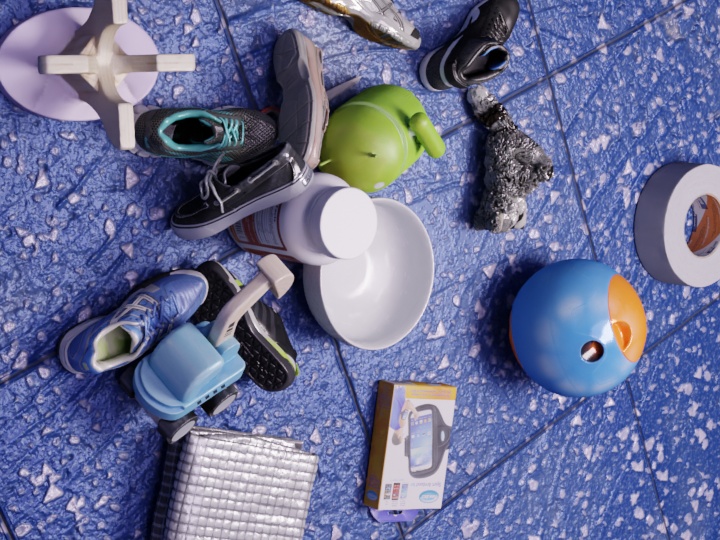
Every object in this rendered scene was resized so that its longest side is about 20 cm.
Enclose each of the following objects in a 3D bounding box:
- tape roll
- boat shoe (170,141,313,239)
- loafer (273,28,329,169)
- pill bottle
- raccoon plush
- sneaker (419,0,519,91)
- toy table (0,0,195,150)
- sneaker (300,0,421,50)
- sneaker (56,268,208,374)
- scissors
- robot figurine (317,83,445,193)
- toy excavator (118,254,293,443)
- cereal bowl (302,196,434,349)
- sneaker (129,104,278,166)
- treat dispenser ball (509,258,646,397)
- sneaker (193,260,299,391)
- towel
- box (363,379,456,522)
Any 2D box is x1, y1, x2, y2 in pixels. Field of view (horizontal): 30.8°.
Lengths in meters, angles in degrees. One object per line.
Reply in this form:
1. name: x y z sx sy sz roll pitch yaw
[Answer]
1. tape roll: 0.538 -0.075 2.139 0.199 0.066 0.202 -6 100 -36
2. boat shoe: -0.154 -0.098 1.545 0.068 0.198 0.074 52 37 -33
3. loafer: -0.063 -0.210 1.621 0.063 0.072 0.202 16 54 -37
4. pill bottle: -0.071 -0.065 1.596 0.111 0.199 0.113 -6 100 -36
5. raccoon plush: 0.181 -0.146 1.873 0.134 0.097 0.200 -42 90 -10
6. sneaker: 0.183 -0.313 1.810 0.200 0.111 0.073 -46 121 -23
7. toy table: -0.294 -0.229 1.461 0.199 0.117 0.185 -22 109 -34
8. sneaker: 0.012 -0.356 1.699 0.199 0.075 0.088 25 81 -37
9. sneaker: -0.257 0.067 1.545 0.199 0.077 0.076 -36 115 -24
10. scissors: -0.074 -0.213 1.688 0.073 0.014 0.200 48 64 -16
11. robot figurine: 0.018 -0.170 1.677 0.200 0.174 0.117 -46 123 -60
12. toy excavator: -0.173 0.086 1.533 0.194 0.200 0.100 -33 74 -34
13. cereal bowl: 0.000 0.000 1.730 0.199 0.083 0.202 -8 102 -38
14. sneaker: -0.179 -0.161 1.564 0.199 0.091 0.078 -6 98 -32
15. treat dispenser ball: 0.316 0.084 1.908 0.200 0.200 0.203 -6 99 -36
16. sneaker: -0.145 0.066 1.656 0.201 0.071 0.083 58 25 -18
17. towel: -0.161 0.285 1.651 0.199 0.085 0.167 13 87 -36
18. box: 0.070 0.258 1.846 0.118 0.041 0.202 6 90 -37
